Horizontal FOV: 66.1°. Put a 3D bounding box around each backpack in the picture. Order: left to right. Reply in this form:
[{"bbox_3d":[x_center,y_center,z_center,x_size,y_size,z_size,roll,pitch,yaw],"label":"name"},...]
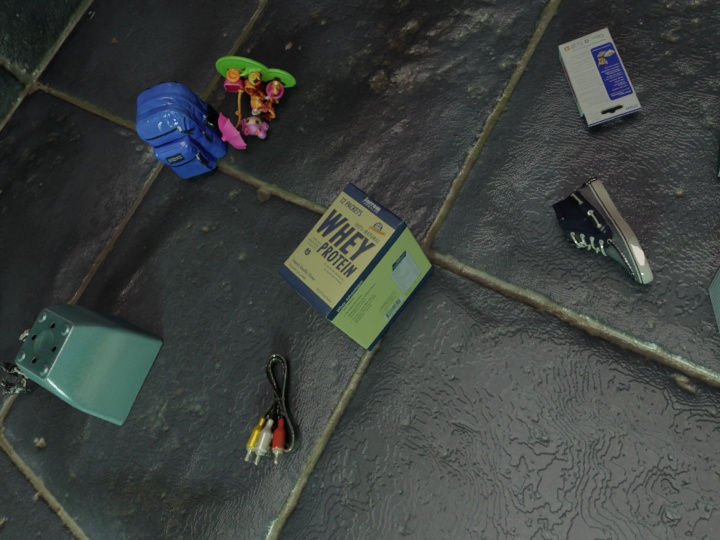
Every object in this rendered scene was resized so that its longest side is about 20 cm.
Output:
[{"bbox_3d":[-0.423,-0.331,1.304,0.159,0.200,0.172,-17,62,15],"label":"backpack"}]

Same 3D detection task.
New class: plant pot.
[{"bbox_3d":[-0.581,0.179,1.153,0.192,0.200,0.201,16,75,28],"label":"plant pot"}]

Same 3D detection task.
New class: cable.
[{"bbox_3d":[-0.154,0.252,1.017,0.094,0.050,0.206,-2,69,22],"label":"cable"}]

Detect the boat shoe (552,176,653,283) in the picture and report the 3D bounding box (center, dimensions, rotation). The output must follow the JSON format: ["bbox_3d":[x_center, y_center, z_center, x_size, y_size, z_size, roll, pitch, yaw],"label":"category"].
[{"bbox_3d":[0.389,-0.050,0.903,0.091,0.075,0.204,-27,52,18],"label":"boat shoe"}]

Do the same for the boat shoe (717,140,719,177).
[{"bbox_3d":[0.624,-0.244,0.873,0.084,0.075,0.207,8,74,27],"label":"boat shoe"}]

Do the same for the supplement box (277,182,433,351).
[{"bbox_3d":[0.000,0.000,0.971,0.133,0.200,0.201,37,85,32],"label":"supplement box"}]

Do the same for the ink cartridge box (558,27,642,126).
[{"bbox_3d":[0.440,-0.353,1.025,0.092,0.037,0.205,-15,60,16],"label":"ink cartridge box"}]

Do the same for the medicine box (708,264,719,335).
[{"bbox_3d":[0.590,0.085,0.729,0.177,0.103,0.205,-9,64,20],"label":"medicine box"}]

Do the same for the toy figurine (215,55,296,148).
[{"bbox_3d":[-0.263,-0.383,1.321,0.194,0.150,0.190,9,84,1],"label":"toy figurine"}]

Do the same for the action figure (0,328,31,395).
[{"bbox_3d":[-0.744,0.205,1.274,0.197,0.102,0.120,-31,47,10],"label":"action figure"}]
